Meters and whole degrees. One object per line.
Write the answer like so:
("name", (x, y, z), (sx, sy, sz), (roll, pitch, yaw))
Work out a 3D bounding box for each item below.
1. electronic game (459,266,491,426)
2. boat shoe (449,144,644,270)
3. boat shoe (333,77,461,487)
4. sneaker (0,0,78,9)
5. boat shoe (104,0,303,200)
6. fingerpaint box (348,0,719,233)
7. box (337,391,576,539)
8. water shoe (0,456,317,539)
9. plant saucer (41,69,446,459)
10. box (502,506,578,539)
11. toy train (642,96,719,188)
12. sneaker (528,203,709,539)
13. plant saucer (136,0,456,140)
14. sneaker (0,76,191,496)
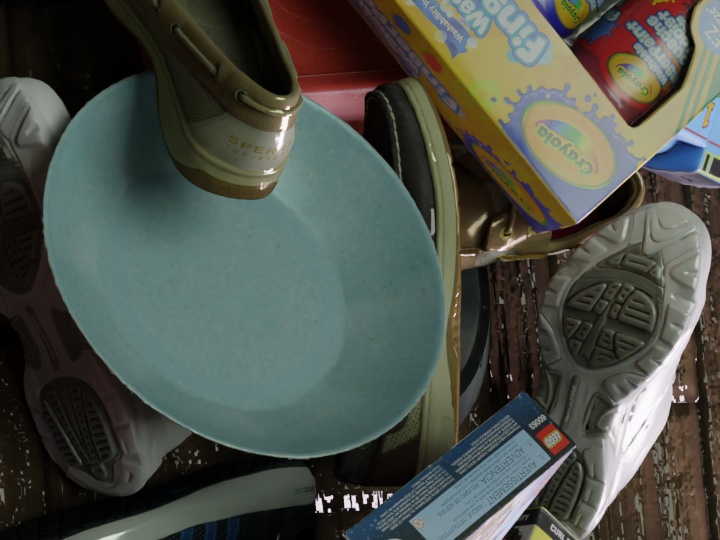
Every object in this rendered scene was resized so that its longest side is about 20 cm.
("electronic game", (0.000, 0.000, 1.356), (0.199, 0.041, 0.201), (21, 61, -43))
("boat shoe", (0.074, -0.040, 1.371), (0.199, 0.066, 0.075), (-11, 85, -49))
("boat shoe", (0.011, 0.009, 1.262), (0.064, 0.073, 0.202), (-4, 94, -15))
("sneaker", (-0.193, -0.197, 1.196), (0.199, 0.070, 0.094), (28, 70, -33))
("boat shoe", (-0.071, -0.123, 1.189), (0.073, 0.063, 0.201), (7, 44, -27))
("fingerpaint box", (0.094, -0.148, 1.305), (0.167, 0.073, 0.200), (-41, 96, -12))
("box", (0.010, 0.155, 1.234), (0.038, 0.200, 0.136), (44, 48, 11))
("water shoe", (-0.091, 0.143, 1.224), (0.199, 0.071, 0.079), (-14, 95, -42))
("plant saucer", (-0.057, 0.001, 1.182), (0.200, 0.039, 0.202), (16, 54, -23))
("box", (0.049, 0.218, 1.338), (0.050, 0.075, 0.201), (43, 57, -26))
("toy train", (0.168, -0.115, 1.462), (0.200, 0.086, 0.115), (16, 89, -60))
("sneaker", (0.139, 0.046, 1.410), (0.099, 0.078, 0.201), (-25, 143, -58))
("plant saucer", (-0.038, -0.159, 1.330), (0.199, 0.037, 0.201), (-8, 75, -44))
("sneaker", (-0.126, -0.001, 1.228), (0.099, 0.078, 0.201), (-35, 114, -48))
